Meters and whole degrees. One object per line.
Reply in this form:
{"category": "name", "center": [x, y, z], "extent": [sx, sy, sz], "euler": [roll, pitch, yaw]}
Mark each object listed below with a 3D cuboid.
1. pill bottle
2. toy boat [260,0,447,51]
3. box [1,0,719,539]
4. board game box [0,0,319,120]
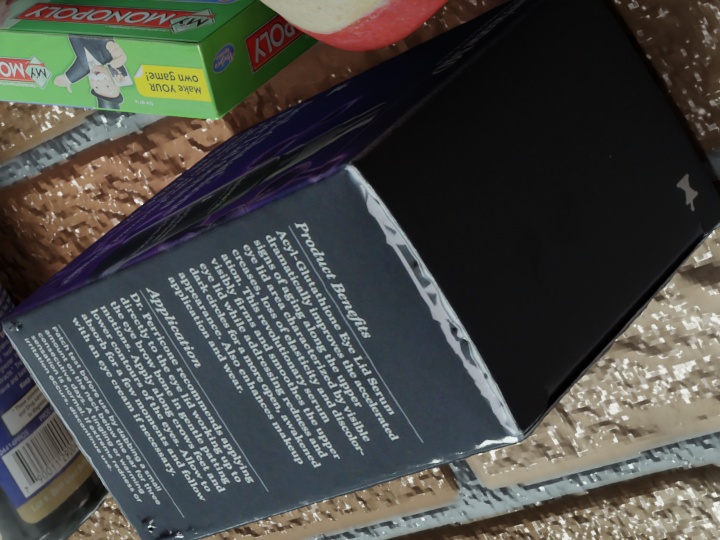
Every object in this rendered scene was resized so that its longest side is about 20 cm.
{"category": "pill bottle", "center": [-0.200, 0.036, 1.095], "extent": [0.112, 0.112, 0.201], "euler": [-16, 108, 44]}
{"category": "toy boat", "center": [0.050, -0.143, 0.768], "extent": [0.200, 0.130, 0.131], "euler": [-34, 53, 24]}
{"category": "box", "center": [0.000, 0.000, 0.885], "extent": [0.200, 0.148, 0.105], "euler": [-23, 104, 44]}
{"category": "board game box", "center": [-0.091, -0.101, 0.893], "extent": [0.199, 0.135, 0.029], "euler": [8, 125, 35]}
